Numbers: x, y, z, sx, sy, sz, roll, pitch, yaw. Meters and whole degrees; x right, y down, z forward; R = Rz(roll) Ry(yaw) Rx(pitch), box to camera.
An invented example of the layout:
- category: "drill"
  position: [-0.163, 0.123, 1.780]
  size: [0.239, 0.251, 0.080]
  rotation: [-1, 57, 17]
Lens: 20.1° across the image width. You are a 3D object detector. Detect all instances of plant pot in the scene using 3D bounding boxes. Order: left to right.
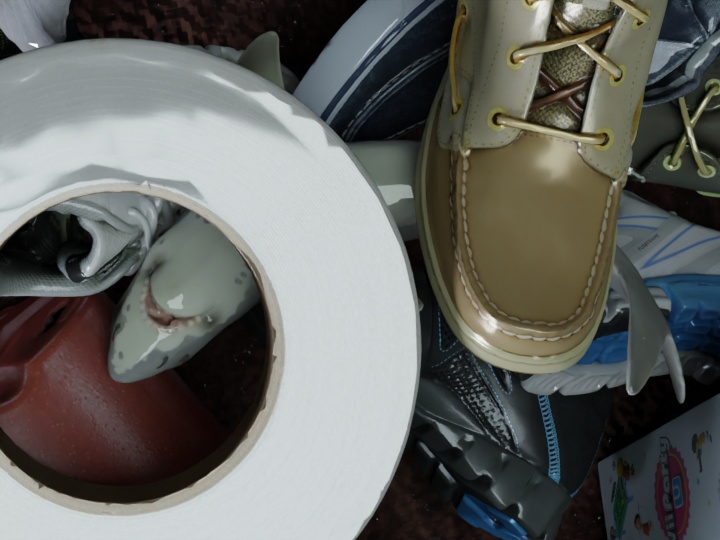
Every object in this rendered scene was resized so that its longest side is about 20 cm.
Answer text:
- category: "plant pot"
  position: [-0.106, 0.123, 0.780]
  size: [0.200, 0.201, 0.196]
  rotation: [-36, 103, -1]

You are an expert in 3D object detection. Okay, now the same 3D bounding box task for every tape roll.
- category: "tape roll"
  position: [-0.079, 0.025, 0.672]
  size: [0.201, 0.037, 0.204]
  rotation: [0, 93, -7]

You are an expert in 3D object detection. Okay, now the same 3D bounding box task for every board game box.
- category: "board game box"
  position: [0.199, 0.083, 0.832]
  size: [0.147, 0.200, 0.065]
  rotation: [-3, 75, -13]

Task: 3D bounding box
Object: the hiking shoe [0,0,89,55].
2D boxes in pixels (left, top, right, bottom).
- category: "hiking shoe"
  position: [-0.193, -0.067, 0.750]
  size: [0.199, 0.076, 0.101]
  rotation: [-27, 108, -6]

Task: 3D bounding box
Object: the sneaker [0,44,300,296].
- category: "sneaker"
  position: [-0.093, -0.029, 0.759]
  size: [0.199, 0.081, 0.075]
  rotation: [-21, 132, -35]

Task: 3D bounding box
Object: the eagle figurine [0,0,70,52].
- category: "eagle figurine"
  position: [-0.138, -0.182, 0.659]
  size: [0.151, 0.151, 0.201]
  rotation: [24, 79, 11]

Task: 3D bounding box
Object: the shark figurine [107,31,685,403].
- category: "shark figurine"
  position: [0.019, -0.012, 0.754]
  size: [0.213, 0.090, 0.129]
  rotation: [3, 74, -2]

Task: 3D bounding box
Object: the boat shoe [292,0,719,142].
- category: "boat shoe"
  position: [0.070, -0.088, 0.783]
  size: [0.200, 0.071, 0.091]
  rotation: [-37, 75, -7]

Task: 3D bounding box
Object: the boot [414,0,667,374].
- category: "boot"
  position: [0.072, -0.082, 0.658]
  size: [0.072, 0.156, 0.201]
  rotation: [12, 64, -6]

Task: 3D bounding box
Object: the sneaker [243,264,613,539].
- category: "sneaker"
  position: [0.024, 0.028, 0.850]
  size: [0.200, 0.073, 0.082]
  rotation: [44, 71, -23]

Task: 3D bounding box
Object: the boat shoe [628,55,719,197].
- category: "boat shoe"
  position: [0.149, -0.067, 0.846]
  size: [0.200, 0.060, 0.073]
  rotation: [2, 106, -15]

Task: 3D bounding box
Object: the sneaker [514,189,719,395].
- category: "sneaker"
  position: [0.136, 0.000, 0.861]
  size: [0.199, 0.087, 0.075]
  rotation: [5, 139, -36]
